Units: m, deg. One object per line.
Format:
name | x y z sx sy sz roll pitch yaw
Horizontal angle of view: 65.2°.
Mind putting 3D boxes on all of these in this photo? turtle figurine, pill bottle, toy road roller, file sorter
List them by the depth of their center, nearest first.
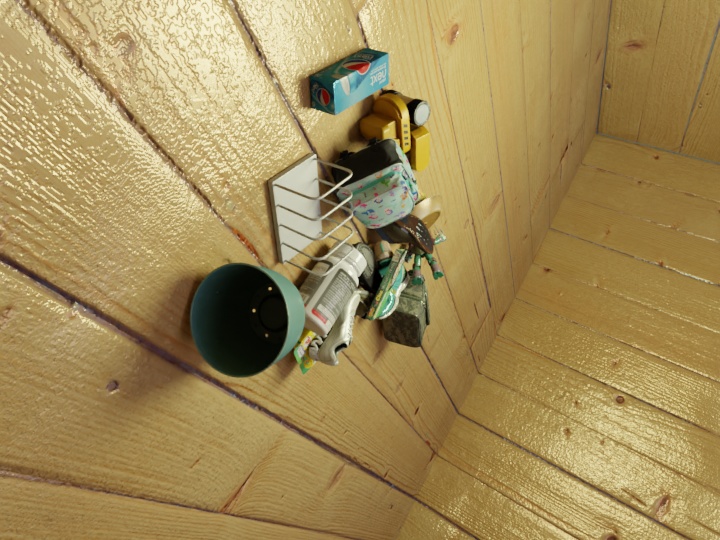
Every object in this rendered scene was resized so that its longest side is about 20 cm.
file sorter | -0.092 -0.110 1.174 0.139 0.123 0.203 -41 144 -39
pill bottle | -0.074 0.040 1.327 0.202 0.113 0.114 -56 151 -19
toy road roller | 0.076 -0.318 1.336 0.145 0.122 0.203 -33 136 -27
turtle figurine | 0.186 -0.063 1.722 0.100 0.148 0.203 32 41 -46

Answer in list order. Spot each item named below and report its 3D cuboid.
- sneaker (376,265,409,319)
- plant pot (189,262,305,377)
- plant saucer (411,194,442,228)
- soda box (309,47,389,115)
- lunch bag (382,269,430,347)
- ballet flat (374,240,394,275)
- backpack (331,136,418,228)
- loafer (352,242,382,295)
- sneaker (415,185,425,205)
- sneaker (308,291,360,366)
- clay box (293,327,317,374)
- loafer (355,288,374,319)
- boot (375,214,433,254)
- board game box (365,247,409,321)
sneaker | 0.078 0.055 1.672 0.202 0.076 0.080 -62 145 -30
plant pot | -0.196 0.087 1.072 0.204 0.198 0.161 -70 165 6
plant saucer | 0.164 -0.135 1.605 0.199 0.036 0.201 -35 166 -10
soda box | -0.019 -0.392 1.161 0.200 0.063 0.069 -43 145 -39
lunch bag | 0.152 0.118 1.782 0.202 0.137 0.170 78 27 -48
ballet flat | 0.064 -0.040 1.556 0.067 0.068 0.200 -19 168 -5
backpack | 0.045 -0.190 1.302 0.200 0.175 0.153 35 35 -67
loafer | 0.000 0.000 1.474 0.074 0.070 0.201 -66 151 -30
sneaker | 0.135 -0.225 1.556 0.199 0.077 0.092 -11 100 -70
sneaker | -0.046 0.144 1.391 0.202 0.080 0.075 -60 150 -17
clay box | -0.109 0.150 1.416 0.201 0.047 0.116 -51 148 -29
loafer | -0.003 0.092 1.535 0.071 0.074 0.200 -67 153 -8
boot | 0.115 -0.104 1.517 0.200 0.096 0.076 44 45 -34
board game box | 0.073 0.035 1.510 0.203 0.023 0.105 -66 171 9
